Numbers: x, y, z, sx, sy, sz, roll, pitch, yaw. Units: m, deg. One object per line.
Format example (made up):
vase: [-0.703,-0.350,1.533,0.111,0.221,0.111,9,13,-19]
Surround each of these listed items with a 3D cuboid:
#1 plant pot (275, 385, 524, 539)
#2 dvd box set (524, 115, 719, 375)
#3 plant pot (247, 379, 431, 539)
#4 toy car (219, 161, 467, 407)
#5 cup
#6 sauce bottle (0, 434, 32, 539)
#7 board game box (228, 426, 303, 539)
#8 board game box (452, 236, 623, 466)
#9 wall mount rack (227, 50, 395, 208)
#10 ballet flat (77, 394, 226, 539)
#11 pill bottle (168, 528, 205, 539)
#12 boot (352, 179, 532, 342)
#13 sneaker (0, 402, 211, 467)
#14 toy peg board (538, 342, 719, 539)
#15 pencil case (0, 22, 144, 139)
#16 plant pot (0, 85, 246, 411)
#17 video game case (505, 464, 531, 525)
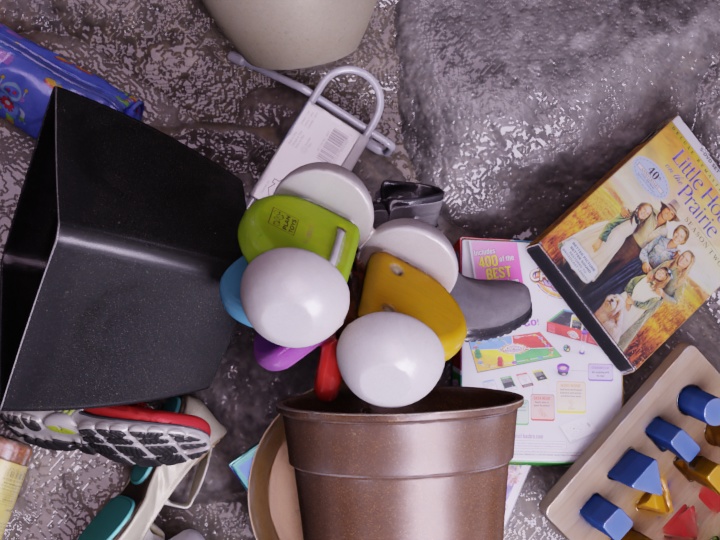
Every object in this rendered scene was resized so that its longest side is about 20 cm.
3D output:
plant pot: [0.033,0.201,1.450,0.199,0.200,0.199,-1,92,-6]
dvd box set: [0.261,-0.025,1.623,0.200,0.029,0.147,-40,97,-24]
plant pot: [0.002,0.192,1.550,0.199,0.027,0.201,1,85,-6]
toy car: [-0.023,0.028,1.414,0.200,0.175,0.150,33,127,-14]
cup: [-0.061,-0.259,1.581,0.199,0.200,0.144,-11,112,-6]
sauce bottle: [-0.345,0.236,1.556,0.066,0.066,0.201,19,81,-3]
board game box: [0.001,0.208,1.584,0.152,0.045,0.200,-34,89,-7]
board game box: [0.159,0.074,1.621,0.152,0.040,0.201,3,80,-7]
wall mount rack: [-0.073,-0.104,1.614,0.173,0.075,0.201,32,83,-5]
ballet flat: [-0.184,0.205,1.579,0.069,0.069,0.200,33,82,-2]
pill bottle: [-0.198,0.316,1.540,0.199,0.111,0.111,-31,88,-8]
boot: [0.063,-0.010,1.526,0.199,0.070,0.132,-5,112,-25]
sneaker: [-0.217,0.112,1.551,0.199,0.077,0.085,9,64,19]
toy peg board: [0.299,0.206,1.573,0.200,0.098,0.199,-48,112,-8]
pencil case: [-0.288,-0.163,1.589,0.199,0.087,0.078,31,61,-3]
plant pot: [-0.195,-0.005,1.510,0.177,0.200,0.200,11,127,-20]
video game case: [0.045,0.177,1.623,0.199,0.018,0.144,25,82,-3]
